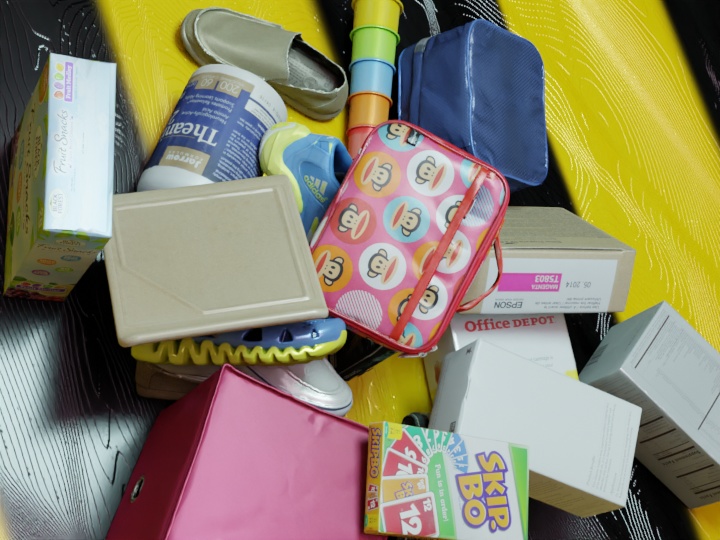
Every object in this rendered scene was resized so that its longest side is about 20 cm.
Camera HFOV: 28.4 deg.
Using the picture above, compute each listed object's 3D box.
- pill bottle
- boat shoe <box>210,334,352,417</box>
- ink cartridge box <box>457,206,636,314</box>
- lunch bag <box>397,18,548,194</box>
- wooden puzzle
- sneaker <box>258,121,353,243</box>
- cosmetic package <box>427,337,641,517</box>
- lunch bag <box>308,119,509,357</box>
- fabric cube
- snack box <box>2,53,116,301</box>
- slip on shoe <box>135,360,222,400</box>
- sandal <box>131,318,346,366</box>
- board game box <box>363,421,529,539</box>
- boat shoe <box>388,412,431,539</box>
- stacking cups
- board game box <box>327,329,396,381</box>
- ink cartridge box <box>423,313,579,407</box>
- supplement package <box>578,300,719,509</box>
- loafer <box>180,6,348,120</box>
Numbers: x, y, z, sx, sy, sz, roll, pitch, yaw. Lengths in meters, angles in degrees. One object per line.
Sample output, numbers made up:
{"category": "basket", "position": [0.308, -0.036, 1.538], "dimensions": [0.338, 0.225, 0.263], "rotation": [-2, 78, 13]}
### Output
{"category": "pill bottle", "position": [-0.157, -0.098, 1.432], "dimensions": [0.111, 0.111, 0.201], "rotation": [28, 63, -14]}
{"category": "boat shoe", "position": [-0.085, 0.064, 1.364], "dimensions": [0.200, 0.070, 0.071], "rotation": [37, 36, 11]}
{"category": "ink cartridge box", "position": [0.164, -0.014, 1.514], "dimensions": [0.199, 0.165, 0.076], "rotation": [1, 109, -21]}
{"category": "lunch bag", "position": [0.115, -0.176, 1.574], "dimensions": [0.135, 0.132, 0.201], "rotation": [17, 67, -41]}
{"category": "wooden puzzle", "position": [-0.138, -0.009, 1.290], "dimensions": [0.184, 0.037, 0.201], "rotation": [-8, 45, -12]}
{"category": "sneaker", "position": [-0.040, -0.050, 1.430], "dimensions": [0.076, 0.105, 0.201], "rotation": [-46, 133, -46]}
{"category": "cosmetic package", "position": [0.172, 0.160, 1.420], "dimensions": [0.199, 0.081, 0.113], "rotation": [24, 64, -15]}
{"category": "lunch bag", "position": [0.050, -0.023, 1.345], "dimensions": [0.176, 0.082, 0.201], "rotation": [28, 86, 0]}
{"category": "fabric cube", "position": [-0.102, 0.229, 1.295], "dimensions": [0.199, 0.199, 0.197], "rotation": [26, 65, -15]}
{"category": "snack box", "position": [-0.280, -0.080, 1.317], "dimensions": [0.067, 0.200, 0.170], "rotation": [6, 69, -23]}
{"category": "slip on shoe", "position": [-0.126, 0.108, 1.409], "dimensions": [0.199, 0.076, 0.061], "rotation": [10, 108, -30]}
{"category": "sandal", "position": [-0.111, 0.045, 1.301], "dimensions": [0.199, 0.079, 0.088], "rotation": [2, 83, 5]}
{"category": "board game box", "position": [0.087, 0.197, 1.286], "dimensions": [0.199, 0.030, 0.096], "rotation": [15, 72, -40]}
{"category": "boat shoe", "position": [0.041, 0.235, 1.433], "dimensions": [0.067, 0.072, 0.201], "rotation": [18, 68, -23]}
{"category": "stacking cups", "position": [0.008, -0.206, 1.586], "dimensions": [0.060, 0.060, 0.201], "rotation": [13, 72, -21]}
{"category": "board game box", "position": [0.000, 0.000, 1.459], "dimensions": [0.028, 0.135, 0.201], "rotation": [5, 71, -24]}
{"category": "ink cartridge box", "position": [0.156, 0.138, 1.514], "dimensions": [0.144, 0.083, 0.201], "rotation": [-4, 75, -26]}
{"category": "supplement package", "position": [0.353, 0.153, 1.587], "dimensions": [0.200, 0.109, 0.114], "rotation": [44, 60, -5]}
{"category": "loafer", "position": [-0.096, -0.233, 1.532], "dimensions": [0.199, 0.068, 0.076], "rotation": [23, 64, -17]}
